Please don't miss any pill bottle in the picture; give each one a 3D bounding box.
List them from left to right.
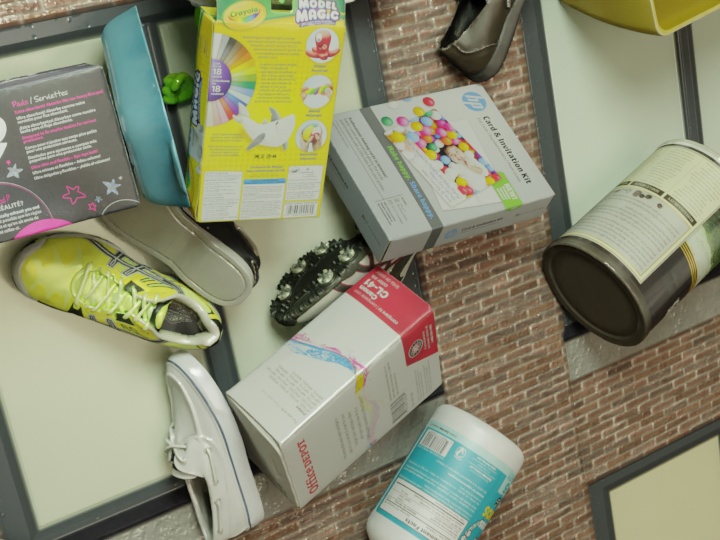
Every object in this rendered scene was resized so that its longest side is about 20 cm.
[{"bbox_3d":[0.080,0.252,1.198,0.111,0.111,0.200,39,79,-30],"label":"pill bottle"}]

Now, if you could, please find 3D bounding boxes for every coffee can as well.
[{"bbox_3d":[0.326,-0.033,1.276,0.200,0.146,0.147,-40,116,-19],"label":"coffee can"}]

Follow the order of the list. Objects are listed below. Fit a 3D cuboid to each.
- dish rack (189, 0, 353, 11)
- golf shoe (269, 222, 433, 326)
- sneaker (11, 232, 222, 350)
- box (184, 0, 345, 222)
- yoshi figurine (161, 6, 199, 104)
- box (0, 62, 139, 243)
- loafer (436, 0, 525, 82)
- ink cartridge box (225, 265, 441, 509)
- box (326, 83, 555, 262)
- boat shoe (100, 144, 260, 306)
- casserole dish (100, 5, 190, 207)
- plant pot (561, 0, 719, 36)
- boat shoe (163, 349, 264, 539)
[{"bbox_3d":[-0.104,-0.292,0.979,0.171,0.044,0.200,-4,57,-29],"label":"dish rack"},{"bbox_3d":[0.000,0.000,1.130,0.200,0.077,0.088,-42,122,-18],"label":"golf shoe"},{"bbox_3d":[-0.209,0.019,1.006,0.200,0.076,0.076,18,91,-31],"label":"sneaker"},{"bbox_3d":[-0.081,-0.141,0.940,0.117,0.048,0.200,-3,120,-25],"label":"box"},{"bbox_3d":[-0.115,-0.174,1.014,0.112,0.112,0.200,-3,97,-24],"label":"yoshi figurine"},{"bbox_3d":[-0.291,-0.088,0.889,0.200,0.132,0.115,-16,106,-15],"label":"box"},{"bbox_3d":[0.134,-0.297,1.158,0.071,0.073,0.200,17,89,-32],"label":"loafer"},{"bbox_3d":[-0.020,0.114,1.096,0.200,0.086,0.148,-38,149,-19],"label":"ink cartridge box"},{"bbox_3d":[0.071,-0.101,1.120,0.200,0.041,0.156,-15,62,-29],"label":"box"},{"bbox_3d":[-0.170,-0.052,1.025,0.200,0.060,0.074,40,118,-12],"label":"boat shoe"},{"bbox_3d":[-0.182,-0.134,0.941,0.039,0.200,0.121,-16,135,-8],"label":"casserole dish"},{"bbox_3d":[0.296,-0.370,1.183,0.200,0.176,0.200,-29,112,-25],"label":"plant pot"},{"bbox_3d":[-0.150,0.173,1.069,0.065,0.074,0.200,-30,111,-28],"label":"boat shoe"}]
